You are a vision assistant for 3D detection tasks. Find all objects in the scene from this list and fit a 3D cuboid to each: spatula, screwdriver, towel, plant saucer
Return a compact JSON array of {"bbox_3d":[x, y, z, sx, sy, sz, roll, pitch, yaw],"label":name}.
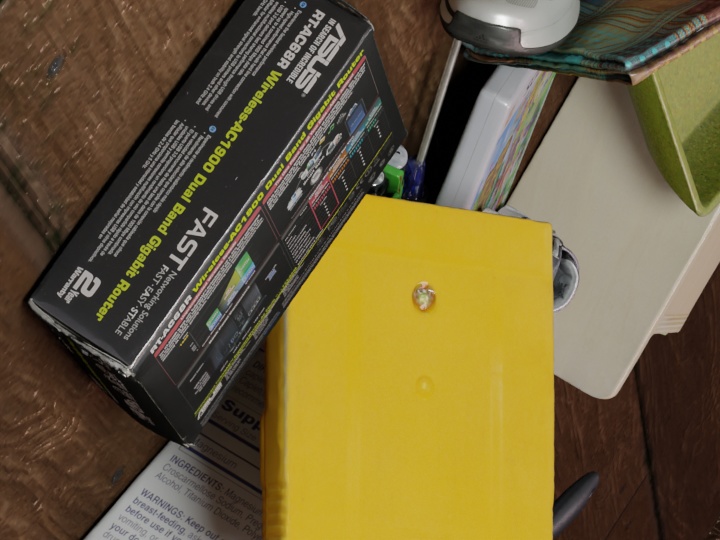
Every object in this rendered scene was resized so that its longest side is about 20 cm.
[{"bbox_3d":[0.075,0.178,1.615,0.200,0.021,0.057,-51,168,-31],"label":"spatula"},{"bbox_3d":[0.034,-0.075,1.697,0.028,0.029,0.200,-44,155,-40],"label":"screwdriver"},{"bbox_3d":[0.154,-0.150,1.632,0.146,0.022,0.200,-33,-161,-16],"label":"towel"},{"bbox_3d":[0.218,-0.168,1.905,0.200,0.048,0.201,-45,125,-39],"label":"plant saucer"}]

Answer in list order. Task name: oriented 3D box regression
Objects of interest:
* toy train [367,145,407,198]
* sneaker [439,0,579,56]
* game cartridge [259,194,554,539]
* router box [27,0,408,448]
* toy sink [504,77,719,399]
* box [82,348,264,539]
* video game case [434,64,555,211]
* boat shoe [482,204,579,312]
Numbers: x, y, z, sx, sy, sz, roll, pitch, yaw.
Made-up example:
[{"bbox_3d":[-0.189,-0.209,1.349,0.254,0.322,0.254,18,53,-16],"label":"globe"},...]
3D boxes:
[{"bbox_3d":[0.000,0.000,1.703,0.200,0.042,0.056,102,15,-50],"label":"toy train"},{"bbox_3d":[0.101,-0.201,1.603,0.201,0.075,0.116,-51,156,-52],"label":"sneaker"},{"bbox_3d":[0.025,0.063,1.562,0.176,0.032,0.201,8,78,-34],"label":"game cartridge"},{"bbox_3d":[-0.063,-0.027,1.409,0.200,0.062,0.150,-55,165,-10],"label":"router box"},{"bbox_3d":[0.175,-0.028,2.018,0.200,0.130,0.112,-61,165,8],"label":"toy sink"},{"bbox_3d":[-0.043,0.176,1.626,0.200,0.184,0.105,-48,159,-31],"label":"box"},{"bbox_3d":[0.076,-0.063,1.782,0.182,0.022,0.200,-55,169,-54],"label":"video game case"},{"bbox_3d":[0.100,0.001,1.819,0.072,0.068,0.200,-64,174,-2],"label":"boat shoe"}]
